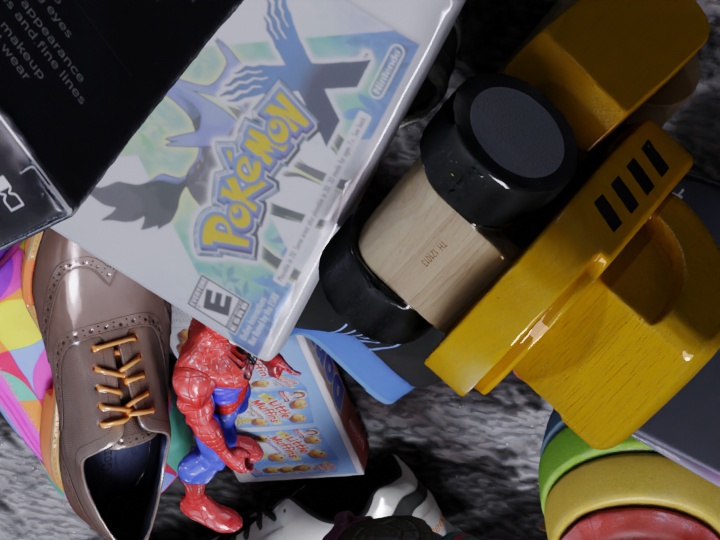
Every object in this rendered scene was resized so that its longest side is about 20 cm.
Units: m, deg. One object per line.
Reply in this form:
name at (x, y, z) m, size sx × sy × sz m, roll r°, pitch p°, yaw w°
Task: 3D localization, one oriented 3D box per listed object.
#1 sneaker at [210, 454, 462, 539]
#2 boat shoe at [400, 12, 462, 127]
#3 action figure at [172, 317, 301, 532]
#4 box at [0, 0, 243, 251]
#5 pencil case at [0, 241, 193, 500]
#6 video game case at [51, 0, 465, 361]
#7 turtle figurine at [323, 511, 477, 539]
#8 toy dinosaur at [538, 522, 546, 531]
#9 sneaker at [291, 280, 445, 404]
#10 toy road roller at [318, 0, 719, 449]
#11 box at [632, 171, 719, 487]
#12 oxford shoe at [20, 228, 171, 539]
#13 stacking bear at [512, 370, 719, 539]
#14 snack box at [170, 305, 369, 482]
sneaker at (-0.043, 0.149, 1.441) m, size 0.200 × 0.074 × 0.080 m, roll -16°, pitch 121°, yaw 19°
boat shoe at (-0.048, -0.075, 1.169) m, size 0.200 × 0.064 × 0.071 m, roll -19°, pitch 134°, yaw 28°
action figure at (-0.064, 0.063, 1.273) m, size 0.052 × 0.065 × 0.200 m, roll 17°, pitch 154°, yaw 9°
box at (-0.165, -0.123, 0.984) m, size 0.117 × 0.200 × 0.197 m, roll -25°, pitch 109°, yaw 32°
pencil case at (-0.157, 0.039, 1.305) m, size 0.088 × 0.088 × 0.200 m, roll -11°, pitch 137°, yaw 20°
video game case at (-0.074, -0.084, 1.107) m, size 0.182 × 0.022 × 0.200 m, roll 32°, pitch 122°, yaw 6°
turtle figurine at (0.007, 0.167, 1.311) m, size 0.200 × 0.150 × 0.101 m, roll -11°, pitch 113°, yaw 31°
toy dinosaur at (0.188, 0.133, 1.385) m, size 0.200 × 0.060 × 0.106 m, roll -22°, pitch 131°, yaw 29°
sneaker at (0.000, 0.000, 1.233) m, size 0.078 × 0.070 × 0.200 m, roll -29°, pitch 150°, yaw 17°
toy road roller at (0.093, -0.019, 1.094) m, size 0.146 × 0.200 × 0.123 m, roll 43°, pitch 135°, yaw 2°
box at (0.231, 0.064, 1.149) m, size 0.198 × 0.123 × 0.200 m, roll 27°, pitch 179°, yaw -35°
oxford shoe at (-0.112, 0.041, 1.225) m, size 0.071 × 0.073 × 0.200 m, roll -16°, pitch 130°, yaw -18°
stacking bear at (0.133, 0.120, 1.268) m, size 0.114 × 0.200 × 0.121 m, roll -21°, pitch 133°, yaw 29°
snack box at (-0.056, 0.040, 1.336) m, size 0.072 × 0.024 × 0.200 m, roll -5°, pitch 138°, yaw 16°
